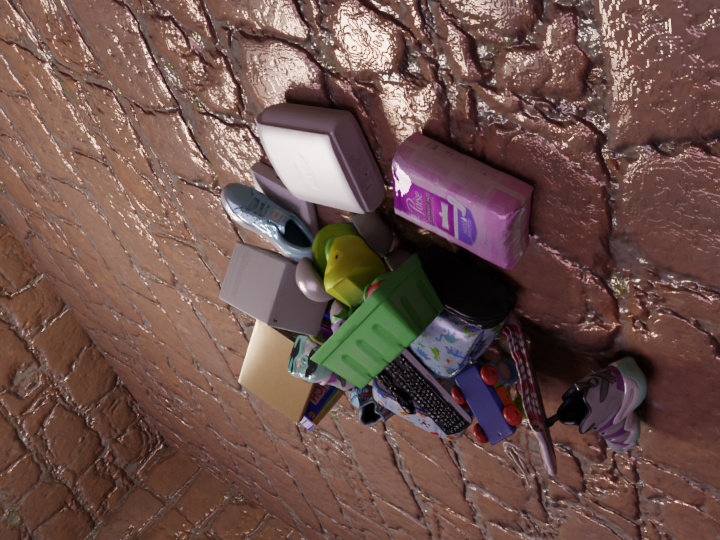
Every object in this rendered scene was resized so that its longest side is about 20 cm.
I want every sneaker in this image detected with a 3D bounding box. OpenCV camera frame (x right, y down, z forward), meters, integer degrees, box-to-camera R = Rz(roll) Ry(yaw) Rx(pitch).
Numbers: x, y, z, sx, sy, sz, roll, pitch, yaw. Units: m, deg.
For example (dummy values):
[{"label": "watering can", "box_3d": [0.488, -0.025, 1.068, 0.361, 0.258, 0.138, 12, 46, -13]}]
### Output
[{"label": "sneaker", "box_3d": [0.336, 0.213, 1.335, 0.078, 0.138, 0.201, -114, 10, -46]}, {"label": "sneaker", "box_3d": [0.017, 0.287, 1.972, 0.079, 0.096, 0.200, 49, 154, -13]}, {"label": "sneaker", "box_3d": [-0.153, -0.094, 1.605, 0.199, 0.074, 0.082, 36, 155, -11]}, {"label": "sneaker", "box_3d": [-0.051, 0.184, 1.702, 0.139, 0.079, 0.200, 19, -178, -20]}]

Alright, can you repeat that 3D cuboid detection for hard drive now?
[{"label": "hard drive", "box_3d": [-0.131, -0.099, 1.671, 0.131, 0.026, 0.201, 30, 152, 25]}]

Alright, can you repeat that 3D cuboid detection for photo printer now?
[{"label": "photo printer", "box_3d": [-0.070, -0.177, 1.410, 0.199, 0.070, 0.167, 17, 145, 42]}]

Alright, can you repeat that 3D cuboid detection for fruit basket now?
[{"label": "fruit basket", "box_3d": [0.000, 0.041, 1.361, 0.214, 0.155, 0.218, 16, 123, 26]}]

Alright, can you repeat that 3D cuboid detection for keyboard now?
[{"label": "keyboard", "box_3d": [0.086, 0.200, 1.493, 0.200, 0.040, 0.104, 47, 141, 2]}]

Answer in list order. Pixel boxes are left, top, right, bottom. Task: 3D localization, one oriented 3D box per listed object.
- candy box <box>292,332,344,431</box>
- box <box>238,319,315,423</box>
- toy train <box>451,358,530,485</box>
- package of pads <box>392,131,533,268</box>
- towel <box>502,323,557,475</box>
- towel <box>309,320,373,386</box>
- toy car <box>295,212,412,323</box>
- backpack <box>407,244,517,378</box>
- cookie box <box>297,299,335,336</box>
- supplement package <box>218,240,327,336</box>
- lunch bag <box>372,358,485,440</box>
[{"label": "candy box", "box_3d": [-0.123, 0.217, 1.982, 0.200, 0.169, 0.077, 42, 158, 0]}, {"label": "box", "box_3d": [-0.165, 0.203, 1.866, 0.163, 0.021, 0.201, 32, 131, 13]}, {"label": "toy train", "box_3d": [0.240, 0.237, 1.455, 0.085, 0.115, 0.201, -39, 74, 37]}, {"label": "package of pads", "box_3d": [0.137, -0.095, 1.232, 0.199, 0.076, 0.121, 30, 149, 26]}, {"label": "towel", "box_3d": [0.261, 0.197, 1.395, 0.030, 0.201, 0.147, -16, 139, 12]}, {"label": "towel", "box_3d": [-0.015, 0.162, 1.741, 0.199, 0.023, 0.144, 20, 147, 34]}, {"label": "toy car", "box_3d": [0.000, 0.000, 1.518, 0.200, 0.175, 0.150, 48, -169, -12]}, {"label": "backpack", "box_3d": [0.144, 0.077, 1.435, 0.162, 0.154, 0.200, 32, 165, 12]}, {"label": "cookie box", "box_3d": [-0.054, 0.105, 1.817, 0.199, 0.075, 0.172, 8, 138, 49]}, {"label": "supplement package", "box_3d": [-0.160, 0.033, 1.730, 0.119, 0.122, 0.199, 17, -177, -37]}, {"label": "lunch bag", "box_3d": [0.123, 0.192, 1.604, 0.199, 0.161, 0.076, 27, 154, 17]}]
